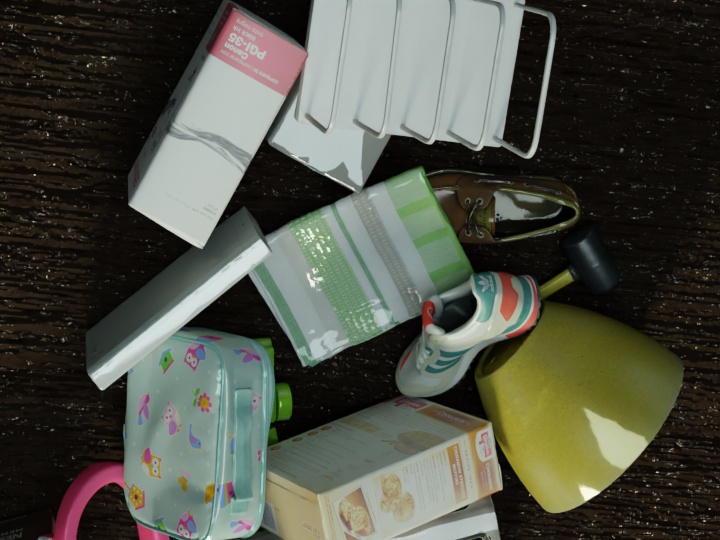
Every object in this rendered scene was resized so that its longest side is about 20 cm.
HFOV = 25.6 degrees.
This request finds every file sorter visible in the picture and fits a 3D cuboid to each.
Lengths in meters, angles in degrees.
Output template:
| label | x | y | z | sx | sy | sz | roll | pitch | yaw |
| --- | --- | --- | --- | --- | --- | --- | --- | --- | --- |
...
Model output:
| label | x | y | z | sx | sy | sz | roll | pitch | yaw |
| --- | --- | --- | --- | --- | --- | --- | --- | --- | --- |
| file sorter | 0.057 | -0.181 | 1.402 | 0.197 | 0.125 | 0.141 | 5 | 103 | -14 |

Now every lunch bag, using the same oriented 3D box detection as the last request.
| label | x | y | z | sx | sy | sz | roll | pitch | yaw |
| --- | --- | --- | --- | --- | --- | --- | --- | --- | --- |
| lunch bag | -0.152 | 0.158 | 1.505 | 0.077 | 0.159 | 0.203 | -1 | 96 | -46 |

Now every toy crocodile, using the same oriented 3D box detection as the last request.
| label | x | y | z | sx | sy | sz | roll | pitch | yaw |
| --- | --- | --- | --- | --- | --- | --- | --- | --- | --- |
| toy crocodile | -0.103 | 0.165 | 1.580 | 0.067 | 0.062 | 0.203 | -8 | 101 | -18 |

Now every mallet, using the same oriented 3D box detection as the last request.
| label | x | y | z | sx | sy | sz | roll | pitch | yaw |
| --- | --- | --- | --- | --- | --- | --- | --- | --- | --- |
| mallet | 0.165 | 0.023 | 1.603 | 0.198 | 0.041 | 0.066 | -26 | 107 | 1 |

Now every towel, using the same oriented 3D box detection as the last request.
| label | x | y | z | sx | sy | sz | roll | pitch | yaw |
| --- | --- | --- | --- | --- | --- | --- | --- | --- | --- |
| towel | 0.000 | 0.000 | 1.534 | 0.198 | 0.031 | 0.150 | -24 | 118 | 11 |

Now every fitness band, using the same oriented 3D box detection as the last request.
| label | x | y | z | sx | sy | sz | roll | pitch | yaw |
| --- | --- | --- | --- | --- | --- | --- | --- | --- | --- |
| fitness band | -0.243 | 0.287 | 1.549 | 0.143 | 0.037 | 0.203 | -21 | 108 | -48 |

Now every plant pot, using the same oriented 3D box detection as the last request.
| label | x | y | z | sx | sy | sz | roll | pitch | yaw |
| --- | --- | --- | --- | --- | --- | --- | --- | --- | --- |
| plant pot | 0.196 | 0.113 | 1.551 | 0.142 | 0.200 | 0.200 | 42 | 94 | -9 |

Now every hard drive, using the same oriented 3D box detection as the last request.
| label | x | y | z | sx | sy | sz | roll | pitch | yaw |
| --- | --- | --- | --- | --- | --- | --- | --- | --- | --- |
| hard drive | -0.174 | 0.023 | 1.492 | 0.199 | 0.132 | 0.026 | -38 | 108 | 1 |

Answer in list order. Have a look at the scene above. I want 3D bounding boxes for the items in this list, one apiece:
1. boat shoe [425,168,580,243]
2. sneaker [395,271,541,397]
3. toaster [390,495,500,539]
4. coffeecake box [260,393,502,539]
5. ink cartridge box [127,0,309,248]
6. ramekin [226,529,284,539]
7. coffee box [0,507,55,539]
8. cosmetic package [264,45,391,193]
| label | x | y | z | sx | sy | sz | roll | pitch | yaw |
| --- | --- | --- | --- | --- | --- | --- | --- | --- | --- |
| boat shoe | 0.118 | -0.062 | 1.555 | 0.197 | 0.068 | 0.073 | -8 | 106 | -7 |
| sneaker | 0.080 | 0.056 | 1.531 | 0.093 | 0.071 | 0.199 | 14 | 143 | -36 |
| toaster | 0.054 | 0.310 | 1.608 | 0.179 | 0.119 | 0.203 | -13 | 105 | -6 |
| coffeecake box | 0.010 | 0.195 | 1.521 | 0.198 | 0.153 | 0.074 | -19 | 106 | -28 |
| ink cartridge box | -0.134 | -0.138 | 1.452 | 0.082 | 0.147 | 0.201 | 28 | 97 | -14 |
| ramekin | -0.076 | 0.348 | 1.559 | 0.104 | 0.200 | 0.203 | -18 | 106 | -15 |
| coffee box | -0.336 | 0.352 | 1.570 | 0.113 | 0.080 | 0.202 | -15 | 105 | -7 |
| cosmetic package | -0.003 | -0.187 | 1.497 | 0.106 | 0.090 | 0.201 | 29 | 100 | -16 |
